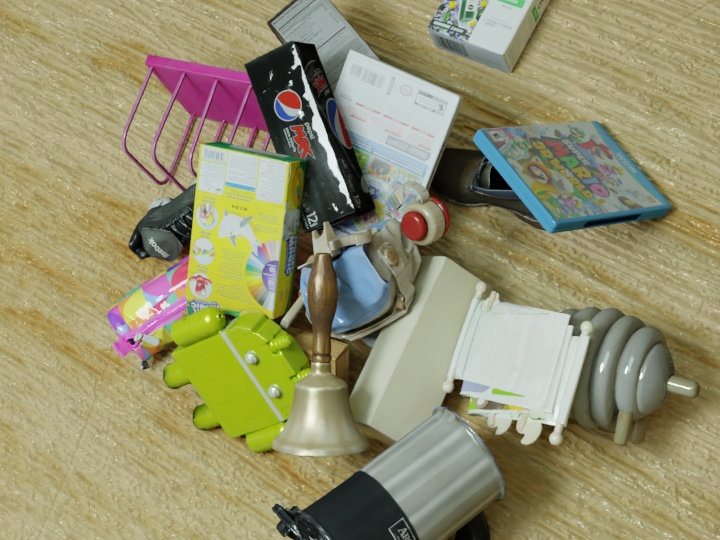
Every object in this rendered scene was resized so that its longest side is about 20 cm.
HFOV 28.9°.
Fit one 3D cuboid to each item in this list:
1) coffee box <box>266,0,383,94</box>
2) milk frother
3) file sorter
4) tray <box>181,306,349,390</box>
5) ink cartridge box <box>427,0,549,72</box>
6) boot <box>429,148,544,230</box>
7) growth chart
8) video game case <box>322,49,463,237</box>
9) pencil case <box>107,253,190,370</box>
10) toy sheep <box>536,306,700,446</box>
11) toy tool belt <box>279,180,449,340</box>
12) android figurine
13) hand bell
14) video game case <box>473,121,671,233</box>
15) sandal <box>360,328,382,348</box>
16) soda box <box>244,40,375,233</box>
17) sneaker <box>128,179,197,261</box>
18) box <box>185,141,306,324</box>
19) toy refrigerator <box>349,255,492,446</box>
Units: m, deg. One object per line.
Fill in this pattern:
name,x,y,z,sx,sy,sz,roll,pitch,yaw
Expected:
coffee box,-0.013,-0.232,1.669,0.080,0.114,0.200,-39,61,2
milk frother,0.021,0.239,1.445,0.187,0.181,0.200,-33,45,-20
file sorter,-0.165,-0.157,1.675,0.198,0.139,0.126,13,74,23
tray,-0.108,0.106,1.573,0.198,0.099,0.037,16,34,24
ink cartridge box,0.175,-0.348,1.686,0.108,0.050,0.201,24,79,25
boot,0.140,-0.113,1.577,0.199,0.097,0.075,20,77,24
growth chart,0.157,0.096,1.433,0.199,0.018,0.146,18,85,54
video game case,0.016,-0.126,1.558,0.142,0.018,0.202,25,103,18
pencil case,-0.204,0.029,1.645,0.199,0.088,0.089,-36,62,2
toy sheep,0.253,0.105,1.436,0.198,0.138,0.139,12,73,28
toy tool belt,0.000,0.000,1.483,0.125,0.122,0.200,57,134,8
android figurine,-0.130,0.119,1.542,0.199,0.183,0.041,-19,19,40
hand bell,-0.040,0.083,1.438,0.103,0.104,0.202,2,96,19
video game case,0.231,-0.105,1.507,0.143,0.199,0.018,54,132,28
sandal,0.015,-0.009,1.609,0.082,0.050,0.205,-10,78,29
soda box,-0.055,-0.148,1.542,0.070,0.063,0.202,-21,87,22
sneaker,-0.210,-0.051,1.635,0.199,0.067,0.091,-15,32,53
box,-0.127,-0.032,1.531,0.116,0.048,0.202,14,103,23
toy refrigerator,0.061,0.090,1.525,0.070,0.076,0.201,3,65,59
